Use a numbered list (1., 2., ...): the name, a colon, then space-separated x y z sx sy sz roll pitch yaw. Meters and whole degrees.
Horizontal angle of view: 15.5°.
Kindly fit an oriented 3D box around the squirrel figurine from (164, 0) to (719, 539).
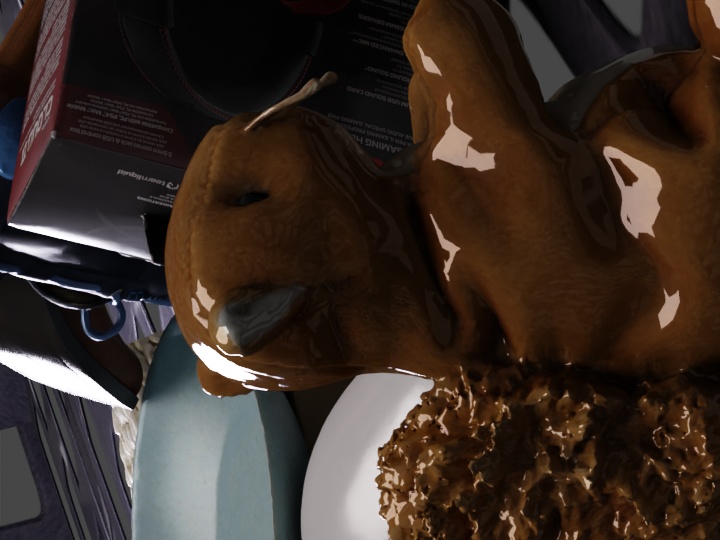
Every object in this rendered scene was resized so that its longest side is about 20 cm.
1. squirrel figurine: 0.042 0.016 0.790 0.142 0.186 0.200 146 109 -77

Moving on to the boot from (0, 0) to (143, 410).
1. boot: -0.115 -0.056 1.187 0.068 0.200 0.188 9 152 40

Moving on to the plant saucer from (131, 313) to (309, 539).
1. plant saucer: -0.055 0.114 1.150 0.201 0.039 0.202 -179 90 -68

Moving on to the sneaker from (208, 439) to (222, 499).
1. sneaker: -0.045 0.128 1.283 0.131 0.079 0.201 146 120 -76

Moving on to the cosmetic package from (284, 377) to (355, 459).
1. cosmetic package: 0.000 0.000 1.170 0.071 0.105 0.201 180 75 -77

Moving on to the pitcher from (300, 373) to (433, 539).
1. pitcher: 0.040 0.052 1.044 0.172 0.121 0.200 -100 16 -45

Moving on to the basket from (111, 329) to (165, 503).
1. basket: -0.071 0.114 1.571 0.200 0.123 0.136 -133 30 -65

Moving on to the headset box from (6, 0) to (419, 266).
1. headset box: -0.043 -0.082 0.984 0.075 0.148 0.200 128 152 -57

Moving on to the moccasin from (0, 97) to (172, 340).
1. moccasin: -0.116 -0.021 1.075 0.081 0.068 0.200 53 -169 27
